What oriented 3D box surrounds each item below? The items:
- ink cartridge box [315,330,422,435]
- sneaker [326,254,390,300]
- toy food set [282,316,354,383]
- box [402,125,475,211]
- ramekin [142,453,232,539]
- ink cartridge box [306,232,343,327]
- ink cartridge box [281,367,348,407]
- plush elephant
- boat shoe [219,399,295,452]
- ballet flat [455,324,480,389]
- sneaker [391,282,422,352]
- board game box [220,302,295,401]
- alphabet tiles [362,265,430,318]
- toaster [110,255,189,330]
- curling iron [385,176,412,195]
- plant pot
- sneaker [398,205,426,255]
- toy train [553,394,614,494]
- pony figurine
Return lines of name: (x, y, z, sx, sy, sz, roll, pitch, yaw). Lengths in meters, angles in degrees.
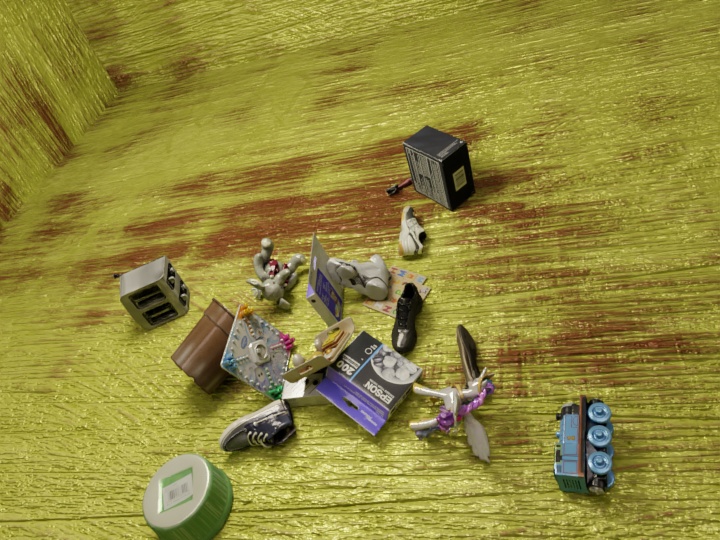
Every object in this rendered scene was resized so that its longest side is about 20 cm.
ink cartridge box: (0.020, 0.268, 1.367, 0.196, 0.044, 0.200, 30, 54, 25)
sneaker: (0.000, 0.000, 1.634, 0.196, 0.076, 0.116, 27, 42, -2)
toy food set: (-0.106, 0.198, 1.427, 0.142, 0.061, 0.200, -32, 10, 31)
box: (0.258, -0.338, 1.821, 0.122, 0.203, 0.197, -37, 44, -17)
ramekin: (-0.406, 0.531, 1.294, 0.194, 0.099, 0.203, -12, 43, 11)
ink cartridge box: (-0.110, 0.032, 1.601, 0.042, 0.202, 0.201, -17, 41, 17)
ink cartridge box: (-0.102, 0.295, 1.445, 0.194, 0.045, 0.096, -9, 44, 13)
plush elephant: (-0.263, 0.027, 1.707, 0.202, 0.163, 0.155, -54, 30, 6)
boat shoe: (-0.252, 0.404, 1.375, 0.197, 0.076, 0.093, -31, 35, -11)
ballet flat: (0.262, 0.219, 1.367, 0.046, 0.067, 0.203, -40, 38, 28)
sneaker: (0.118, 0.123, 1.491, 0.074, 0.092, 0.204, 0, 52, 17)
board game box: (-0.264, 0.216, 1.483, 0.026, 0.199, 0.203, -28, 36, 32)
alphabet tiles: (0.101, 0.060, 1.628, 0.197, 0.006, 0.167, 18, 56, 36)
toaster: (-0.677, 0.074, 1.812, 0.196, 0.183, 0.120, -22, 43, -2)
curling iron: (0.174, -0.315, 1.960, 0.197, 0.026, 0.050, -29, 5, -12)
plant pot: (-0.410, 0.218, 1.557, 0.198, 0.202, 0.199, 28, 68, 41)
sneaker: (0.166, -0.121, 1.750, 0.085, 0.077, 0.204, 4, 49, 4)
toy train: (0.452, 0.350, 1.129, 0.111, 0.088, 0.203, -4, 45, 27)
pony figurine: (0.208, 0.314, 1.235, 0.196, 0.167, 0.196, -19, 36, 29)
